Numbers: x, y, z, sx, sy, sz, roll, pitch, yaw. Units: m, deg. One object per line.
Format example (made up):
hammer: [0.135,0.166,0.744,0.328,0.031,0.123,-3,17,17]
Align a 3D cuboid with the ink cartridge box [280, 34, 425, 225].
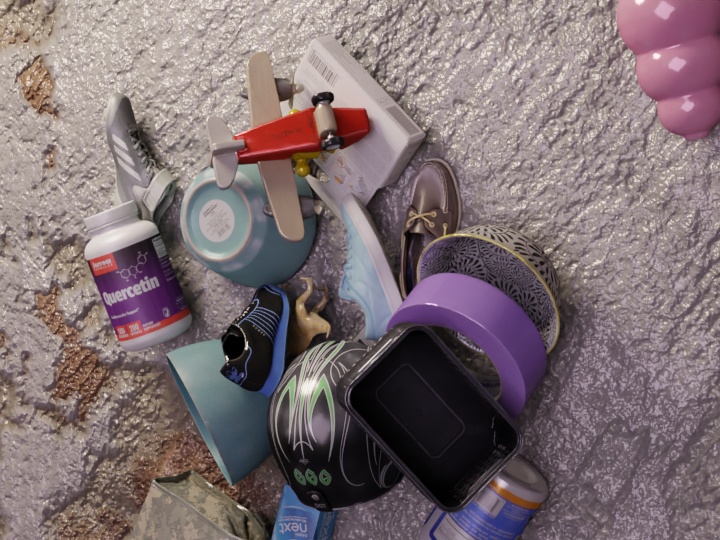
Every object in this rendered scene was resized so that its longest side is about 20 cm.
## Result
ink cartridge box: [-0.026,-0.188,1.642,0.200,0.045,0.177,49,132,15]

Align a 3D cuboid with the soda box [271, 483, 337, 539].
soda box: [-0.088,0.396,1.681,0.064,0.068,0.202,17,99,23]

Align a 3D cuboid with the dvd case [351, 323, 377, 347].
dvd case: [0.004,0.194,1.655,0.150,0.025,0.200,44,108,17]

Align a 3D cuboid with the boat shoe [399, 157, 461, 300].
boat shoe: [0.088,-0.048,1.586,0.071,0.059,0.202,7,95,24]

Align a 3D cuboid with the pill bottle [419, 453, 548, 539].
pill bottle: [0.145,0.330,1.548,0.112,0.112,0.201,36,107,19]

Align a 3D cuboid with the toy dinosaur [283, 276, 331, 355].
toy dinosaur: [-0.072,0.065,1.646,0.199,0.058,0.102,-10,65,54]

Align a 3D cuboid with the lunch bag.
lunch bag: [-0.226,0.407,1.719,0.199,0.117,0.165,29,103,25]

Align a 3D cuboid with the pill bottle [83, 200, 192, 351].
pill bottle: [-0.325,0.007,1.729,0.112,0.112,0.202,-17,99,24]

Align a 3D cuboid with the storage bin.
storage bin: [0.080,0.173,1.437,0.135,0.094,0.200,-43,96,-7]

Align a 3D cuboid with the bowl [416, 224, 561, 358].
bowl: [0.178,0.010,1.510,0.199,0.094,0.202,23,140,21]

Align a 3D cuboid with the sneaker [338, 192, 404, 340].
sneaker: [0.000,0.000,1.601,0.081,0.074,0.202,-21,91,4]

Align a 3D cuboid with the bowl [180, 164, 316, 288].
bowl: [-0.171,-0.072,1.674,0.199,0.105,0.203,2,95,26]

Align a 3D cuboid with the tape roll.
tape roll: [0.131,0.102,1.512,0.199,0.066,0.201,23,138,22]

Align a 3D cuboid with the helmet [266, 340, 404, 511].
helmet: [-0.029,0.191,1.562,0.198,0.200,0.193,-4,106,24]

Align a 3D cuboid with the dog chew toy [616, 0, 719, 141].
dog chew toy: [0.375,-0.254,1.418,0.123,0.124,0.202,-11,96,24]

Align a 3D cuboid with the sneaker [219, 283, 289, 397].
sneaker: [-0.143,0.079,1.595,0.077,0.201,0.070,25,121,-21]

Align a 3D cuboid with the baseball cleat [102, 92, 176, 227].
baseball cleat: [-0.322,-0.162,1.773,0.105,0.070,0.202,0,102,18]

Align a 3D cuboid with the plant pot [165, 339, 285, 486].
plant pot: [-0.165,0.175,1.660,0.134,0.200,0.201,-27,79,-14]

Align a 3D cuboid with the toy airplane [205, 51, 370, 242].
toy airplane: [-0.107,-0.163,1.591,0.198,0.141,0.201,31,89,13]
